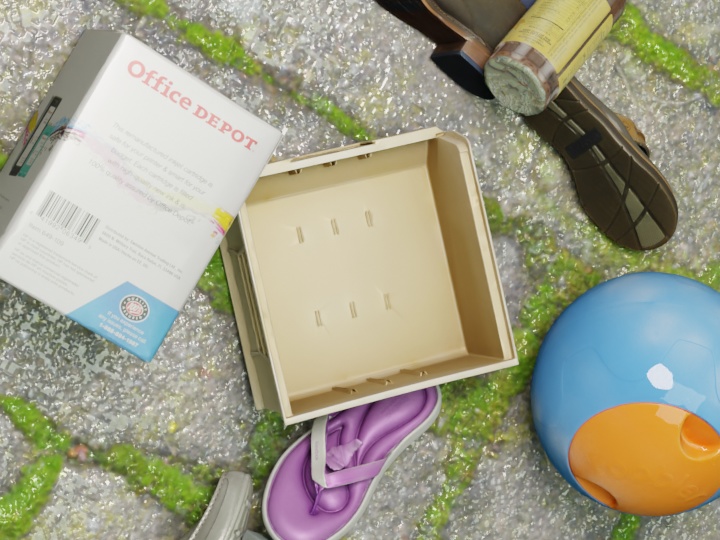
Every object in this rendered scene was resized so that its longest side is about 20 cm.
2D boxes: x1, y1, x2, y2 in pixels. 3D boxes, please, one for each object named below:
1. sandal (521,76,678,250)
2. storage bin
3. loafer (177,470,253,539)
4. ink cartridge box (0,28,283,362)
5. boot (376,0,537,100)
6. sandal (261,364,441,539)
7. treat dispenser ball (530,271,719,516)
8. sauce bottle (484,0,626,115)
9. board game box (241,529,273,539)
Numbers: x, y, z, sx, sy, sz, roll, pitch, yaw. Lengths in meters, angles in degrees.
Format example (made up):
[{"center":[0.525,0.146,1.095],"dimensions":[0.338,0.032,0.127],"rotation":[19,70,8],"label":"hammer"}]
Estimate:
[{"center":[0.202,-0.105,1.775],"dimensions":[0.200,0.082,0.055],"rotation":[49,46,-9],"label":"sandal"},{"center":[0.000,0.000,1.687],"dimensions":[0.199,0.094,0.200],"rotation":[-14,94,-17],"label":"storage bin"},{"center":[-0.146,0.248,1.693],"dimensions":[0.070,0.070,0.201],"rotation":[23,76,9],"label":"loafer"},{"center":[-0.183,-0.061,1.595],"dimensions":[0.146,0.146,0.201],"rotation":[32,87,-20],"label":"ink cartridge box"},{"center":[0.068,-0.240,1.707],"dimensions":[0.200,0.075,0.097],"rotation":[47,71,-28],"label":"boot"},{"center":[-0.010,0.141,1.705],"dimensions":[0.082,0.050,0.203],"rotation":[32,58,16],"label":"sandal"},{"center":[0.240,0.102,1.739],"dimensions":[0.200,0.201,0.202],"rotation":[-3,98,-19],"label":"treat dispenser ball"},{"center":[0.175,-0.208,1.718],"dimensions":[0.065,0.065,0.200],"rotation":[54,55,-18],"label":"sauce bottle"},{"center":[-0.029,0.311,1.720],"dimensions":[0.199,0.064,0.148],"rotation":[21,90,-38],"label":"board game box"}]
